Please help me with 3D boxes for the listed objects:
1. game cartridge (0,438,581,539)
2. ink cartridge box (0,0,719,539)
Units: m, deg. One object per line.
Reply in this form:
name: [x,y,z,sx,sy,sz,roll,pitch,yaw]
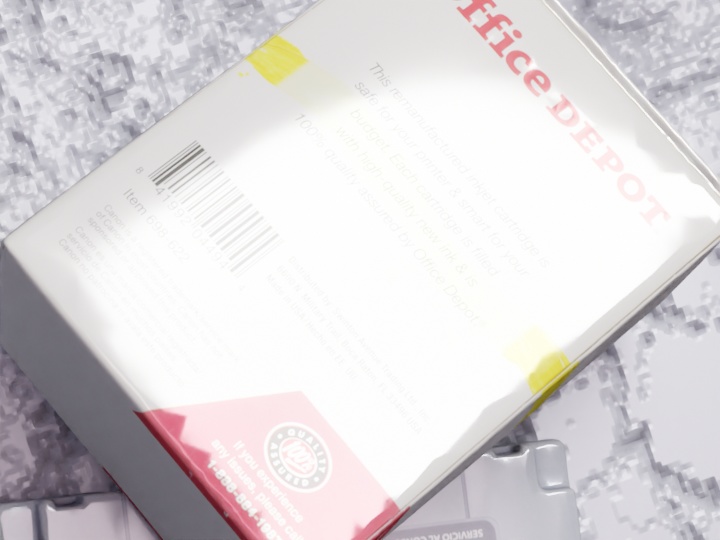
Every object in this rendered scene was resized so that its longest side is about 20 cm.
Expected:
game cartridge: [-0.019,0.133,0.927,0.199,0.040,0.134,-5,81,-15]
ink cartridge box: [0.000,0.000,0.901,0.200,0.083,0.145,-38,82,-21]
